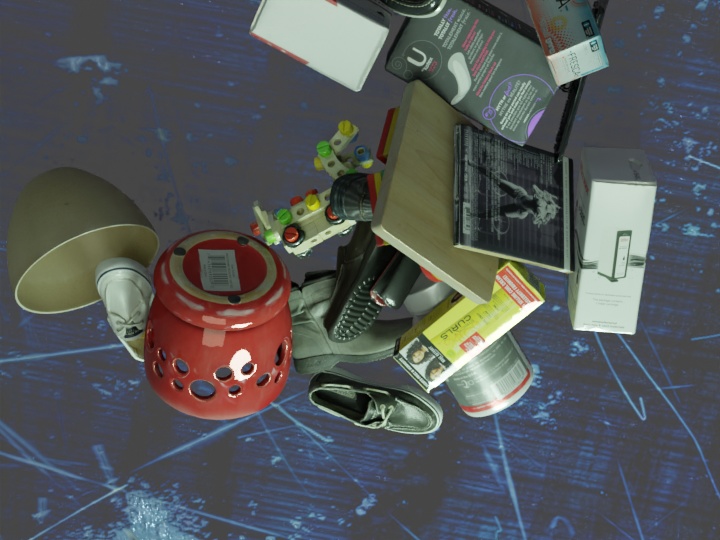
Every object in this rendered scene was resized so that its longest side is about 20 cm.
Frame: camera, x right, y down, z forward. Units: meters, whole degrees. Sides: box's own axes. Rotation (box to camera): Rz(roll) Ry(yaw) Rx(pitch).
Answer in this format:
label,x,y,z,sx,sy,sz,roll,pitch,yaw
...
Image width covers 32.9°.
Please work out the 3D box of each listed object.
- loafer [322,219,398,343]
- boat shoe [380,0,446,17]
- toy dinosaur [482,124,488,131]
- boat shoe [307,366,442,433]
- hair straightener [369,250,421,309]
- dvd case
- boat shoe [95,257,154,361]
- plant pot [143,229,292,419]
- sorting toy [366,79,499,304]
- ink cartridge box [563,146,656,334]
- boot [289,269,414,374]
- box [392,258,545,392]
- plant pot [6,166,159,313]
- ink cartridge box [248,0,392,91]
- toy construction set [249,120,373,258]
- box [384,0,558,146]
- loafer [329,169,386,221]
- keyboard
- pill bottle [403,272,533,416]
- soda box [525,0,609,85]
label,x,y,z,sx,sy,sz,roll,pitch,yaw
loafer,0.000,0.000,1.629,0.073,0.071,0.202,26,89,-50
boat shoe,0.022,-0.361,1.436,0.200,0.060,0.074,43,110,33
toy dinosaur,0.186,-0.095,1.592,0.106,0.060,0.201,-39,73,28
boat shoe,0.020,0.195,1.724,0.197,0.064,0.072,16,113,-2
hair straightener,0.093,-0.032,1.589,0.041,0.077,0.201,44,79,-24
dvd case,0.191,-0.086,1.499,0.198,0.016,0.151,11,74,-36
boat shoe,-0.308,0.058,1.639,0.070,0.071,0.201,-11,148,-6
plant pot,-0.180,0.062,1.592,0.198,0.202,0.184,13,130,-1
sorting toy,0.088,-0.087,1.471,0.069,0.201,0.199,-11,145,44
ink cartridge box,0.316,-0.042,1.556,0.083,0.146,0.203,4,112,3
boot,-0.020,0.060,1.675,0.197,0.068,0.132,-14,105,9
box,0.137,0.065,1.542,0.199,0.050,0.075,-40,104,20
plant pot,-0.383,-0.055,1.606,0.199,0.200,0.135,-37,69,18
ink cartridge box,-0.041,-0.300,1.452,0.145,0.200,0.084,27,109,-7
toy construction set,-0.065,-0.092,1.585,0.199,0.132,0.092,-35,150,18
box,0.143,-0.262,1.502,0.198,0.106,0.123,28,110,-7
loafer,0.054,-0.096,1.540,0.072,0.199,0.074,18,118,42
keyboard,0.261,-0.240,1.507,0.039,0.104,0.202,17,115,8
pill bottle,0.140,0.086,1.642,0.113,0.114,0.201,-28,107,15
soda box,0.228,-0.321,1.427,0.068,0.202,0.064,-20,151,13
